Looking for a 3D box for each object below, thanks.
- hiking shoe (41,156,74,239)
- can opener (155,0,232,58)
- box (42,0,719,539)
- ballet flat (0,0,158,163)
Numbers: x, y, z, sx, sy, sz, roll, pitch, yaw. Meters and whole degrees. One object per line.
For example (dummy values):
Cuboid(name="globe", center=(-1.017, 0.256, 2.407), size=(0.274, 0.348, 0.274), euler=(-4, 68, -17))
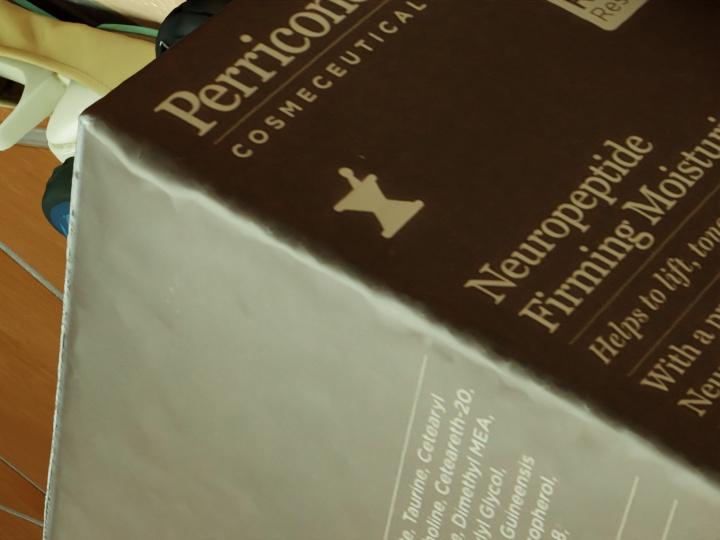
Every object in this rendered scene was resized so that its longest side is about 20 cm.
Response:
Cuboid(name="hiking shoe", center=(-0.061, 0.042, 0.971), size=(0.200, 0.087, 0.074), euler=(48, 159, 10))
Cuboid(name="can opener", center=(0.017, -0.042, 0.834), size=(0.200, 0.079, 0.063), euler=(30, 176, -28))
Cuboid(name="box", center=(0.046, 0.026, 0.688), size=(0.200, 0.166, 0.165), euler=(29, 136, 19))
Cuboid(name="ballet flat", center=(-0.115, -0.068, 1.039), size=(0.200, 0.063, 0.069), euler=(22, 161, 40))
